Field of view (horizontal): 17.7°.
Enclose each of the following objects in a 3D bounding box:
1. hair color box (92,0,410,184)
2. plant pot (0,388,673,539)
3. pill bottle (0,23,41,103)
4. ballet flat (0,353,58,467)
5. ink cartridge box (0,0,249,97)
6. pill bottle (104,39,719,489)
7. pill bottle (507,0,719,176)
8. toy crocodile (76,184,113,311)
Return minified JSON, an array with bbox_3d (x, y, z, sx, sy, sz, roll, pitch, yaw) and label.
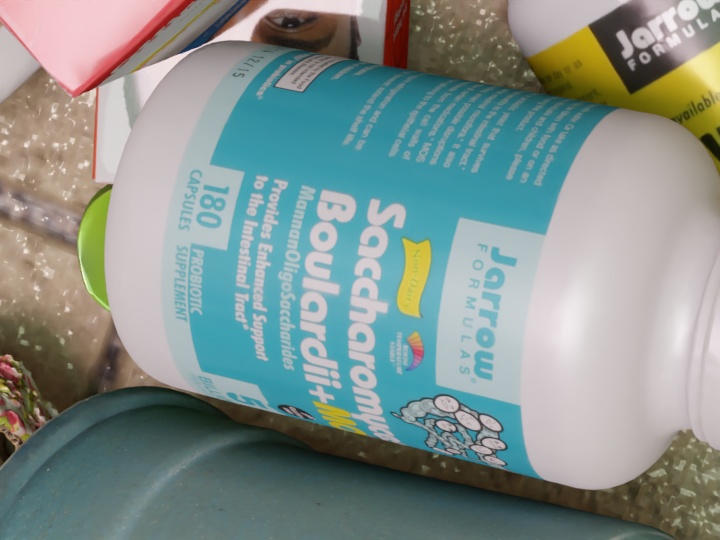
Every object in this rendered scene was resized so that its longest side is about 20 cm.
[{"bbox_3d":[-0.032,-0.128,0.778,0.101,0.061,0.201,4,102,7],"label":"hair color box"},{"bbox_3d":[-0.001,0.145,0.719,0.195,0.200,0.201,4,103,36],"label":"plant pot"},{"bbox_3d":[-0.189,-0.136,0.747,0.114,0.114,0.200,-35,112,14],"label":"pill bottle"},{"bbox_3d":[-0.107,0.113,0.814,0.075,0.064,0.200,-33,108,6],"label":"ballet flat"},{"bbox_3d":[-0.048,-0.115,0.648,0.116,0.200,0.067,-42,93,14],"label":"ink cartridge box"},{"bbox_3d":[0.033,0.000,0.683,0.199,0.111,0.111,12,103,23],"label":"pill bottle"},{"bbox_3d":[0.116,-0.070,0.740,0.111,0.111,0.200,-32,94,14],"label":"pill bottle"},{"bbox_3d":[0.000,0.000,0.794,0.199,0.068,0.062,1,101,9],"label":"toy crocodile"}]
